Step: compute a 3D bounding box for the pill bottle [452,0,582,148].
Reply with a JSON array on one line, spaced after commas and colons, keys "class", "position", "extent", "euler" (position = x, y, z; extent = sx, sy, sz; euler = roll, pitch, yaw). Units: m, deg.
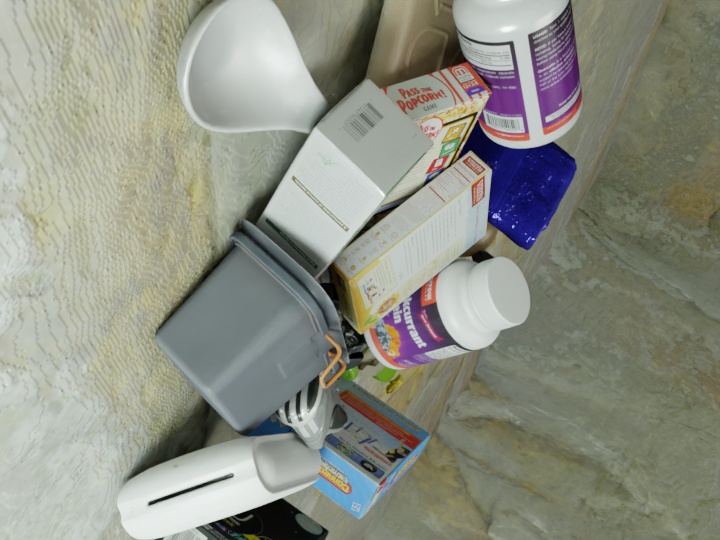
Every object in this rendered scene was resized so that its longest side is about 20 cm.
[{"class": "pill bottle", "position": [0.156, -0.226, 0.780], "extent": [0.113, 0.112, 0.201], "euler": [-53, 143, -23]}]

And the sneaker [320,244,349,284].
[{"class": "sneaker", "position": [0.000, 0.000, 0.970], "extent": [0.074, 0.087, 0.200], "euler": [-56, 161, -9]}]

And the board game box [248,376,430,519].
[{"class": "board game box", "position": [-0.030, 0.212, 1.039], "extent": [0.056, 0.199, 0.196], "euler": [-63, 162, 17]}]

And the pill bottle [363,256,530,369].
[{"class": "pill bottle", "position": [0.106, 0.051, 0.976], "extent": [0.199, 0.112, 0.111], "euler": [-23, -166, 43]}]

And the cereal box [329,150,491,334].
[{"class": "cereal box", "position": [0.059, -0.027, 0.871], "extent": [0.200, 0.040, 0.144], "euler": [-38, 155, -14]}]

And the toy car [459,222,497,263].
[{"class": "toy car", "position": [0.125, -0.073, 1.025], "extent": [0.165, 0.199, 0.158], "euler": [-59, 163, -5]}]

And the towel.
[{"class": "towel", "position": [0.168, -0.139, 0.973], "extent": [0.148, 0.199, 0.050], "euler": [-60, -170, -21]}]

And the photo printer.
[{"class": "photo printer", "position": [-0.145, 0.223, 0.827], "extent": [0.165, 0.070, 0.200], "euler": [-21, 166, 10]}]

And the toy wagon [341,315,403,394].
[{"class": "toy wagon", "position": [0.021, 0.092, 1.138], "extent": [0.155, 0.039, 0.201], "euler": [-40, 131, -35]}]

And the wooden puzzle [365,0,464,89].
[{"class": "wooden puzzle", "position": [0.084, -0.256, 0.808], "extent": [0.199, 0.046, 0.187], "euler": [-4, 114, -50]}]

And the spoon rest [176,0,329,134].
[{"class": "spoon rest", "position": [-0.071, -0.141, 0.591], "extent": [0.100, 0.060, 0.200], "euler": [-62, 164, 6]}]

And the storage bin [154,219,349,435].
[{"class": "storage bin", "position": [-0.099, 0.076, 0.755], "extent": [0.134, 0.145, 0.200], "euler": [-45, 159, -15]}]

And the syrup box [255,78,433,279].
[{"class": "syrup box", "position": [-0.025, -0.068, 0.701], "extent": [0.079, 0.081, 0.200], "euler": [-48, -178, -33]}]

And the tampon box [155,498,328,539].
[{"class": "tampon box", "position": [-0.160, 0.368, 1.003], "extent": [0.127, 0.149, 0.200], "euler": [-62, 163, 8]}]

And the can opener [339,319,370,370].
[{"class": "can opener", "position": [0.013, 0.093, 1.070], "extent": [0.199, 0.053, 0.067], "euler": [-5, 137, -49]}]

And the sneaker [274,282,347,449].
[{"class": "sneaker", "position": [-0.051, 0.118, 0.919], "extent": [0.201, 0.074, 0.116], "euler": [-78, 154, -43]}]

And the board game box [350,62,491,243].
[{"class": "board game box", "position": [0.032, -0.110, 0.809], "extent": [0.151, 0.046, 0.200], "euler": [-23, 158, -28]}]
